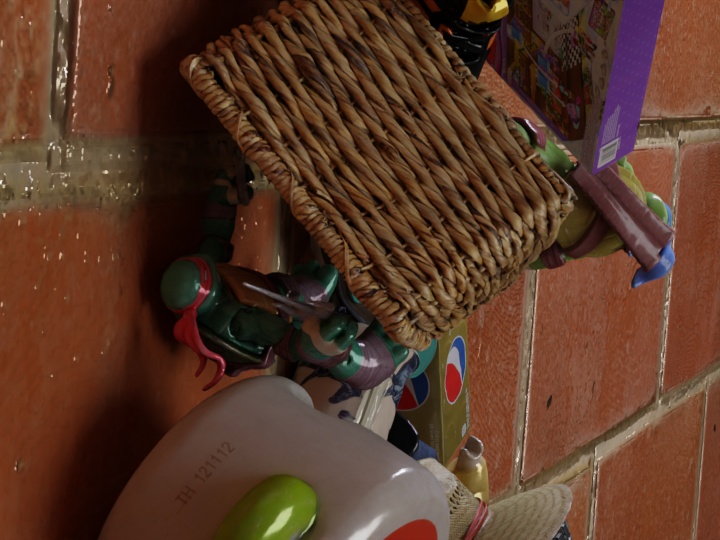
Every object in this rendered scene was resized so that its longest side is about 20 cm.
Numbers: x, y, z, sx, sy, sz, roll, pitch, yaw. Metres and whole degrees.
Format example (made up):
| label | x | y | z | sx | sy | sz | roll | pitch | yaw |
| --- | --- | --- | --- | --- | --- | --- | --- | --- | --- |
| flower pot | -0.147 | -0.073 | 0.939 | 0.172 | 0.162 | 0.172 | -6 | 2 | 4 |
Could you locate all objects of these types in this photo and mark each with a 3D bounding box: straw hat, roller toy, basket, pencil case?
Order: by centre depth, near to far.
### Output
| label | x | y | z | sx | sy | sz | roll | pitch | yaw |
| --- | --- | --- | --- | --- | --- | --- | --- | --- | --- |
| roller toy | -0.055 | 0.158 | 1.222 | 0.182 | 0.140 | 0.200 | -28 | 143 | -50 |
| basket | -0.008 | -0.048 | 1.281 | 0.149 | 0.200 | 0.143 | -35 | 171 | -29 |
| pencil case | -0.021 | 0.125 | 1.445 | 0.089 | 0.078 | 0.200 | -48 | -158 | 57 |
| straw hat | 0.035 | 0.174 | 1.486 | 0.085 | 0.201 | 0.201 | 51 | 30 | -7 |

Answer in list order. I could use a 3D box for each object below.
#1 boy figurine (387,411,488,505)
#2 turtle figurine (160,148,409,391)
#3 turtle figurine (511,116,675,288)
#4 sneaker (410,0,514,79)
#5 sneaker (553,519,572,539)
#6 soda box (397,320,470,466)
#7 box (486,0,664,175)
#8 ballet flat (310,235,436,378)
| label | x | y | z | sx | sy | sz | roll | pitch | yaw |
| --- | --- | --- | --- | --- | --- | --- | --- | --- | --- |
| boy figurine | 0.042 | 0.167 | 1.604 | 0.124 | 0.064 | 0.200 | -42 | 143 | -4 |
| turtle figurine | -0.057 | 0.011 | 1.293 | 0.150 | 0.101 | 0.200 | 59 | 15 | 26 |
| turtle figurine | 0.113 | -0.072 | 1.564 | 0.194 | 0.144 | 0.201 | 10 | 55 | -41 |
| sneaker | 0.052 | -0.153 | 1.285 | 0.090 | 0.070 | 0.200 | -113 | -157 | -45 |
| sneaker | 0.069 | 0.222 | 1.581 | 0.200 | 0.087 | 0.076 | -37 | 105 | -46 |
| soda box | 0.038 | 0.038 | 1.626 | 0.068 | 0.064 | 0.201 | -51 | 142 | -58 |
| box | 0.125 | -0.169 | 1.400 | 0.039 | 0.137 | 0.200 | -30 | 153 | -20 |
| ballet flat | 0.000 | 0.000 | 1.501 | 0.200 | 0.073 | 0.073 | 72 | 29 | -51 |
